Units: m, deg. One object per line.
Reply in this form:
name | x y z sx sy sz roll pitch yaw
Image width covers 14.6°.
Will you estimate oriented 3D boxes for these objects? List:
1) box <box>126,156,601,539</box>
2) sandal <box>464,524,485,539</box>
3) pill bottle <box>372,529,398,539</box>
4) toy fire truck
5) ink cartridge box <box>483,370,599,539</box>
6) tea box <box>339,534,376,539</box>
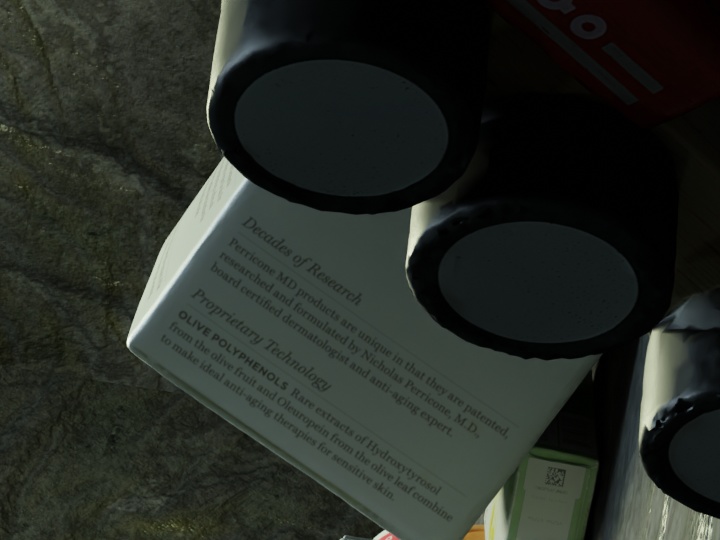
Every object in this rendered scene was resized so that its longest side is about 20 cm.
box | 0.014 0.000 1.443 0.172 0.199 0.199 -54 7 14
sandal | 0.046 0.201 1.603 0.207 0.079 0.059 -74 -23 -52
pill bottle | 0.043 0.241 1.709 0.200 0.108 0.109 -83 2 -67
toy fire truck | 0.098 -0.070 0.468 0.199 0.176 0.129 -24 43 37
ink cartridge box | 0.088 0.163 1.505 0.146 0.048 0.201 -83 4 -72
tea box | 0.034 0.245 1.172 0.197 0.133 0.201 -85 4 -74
